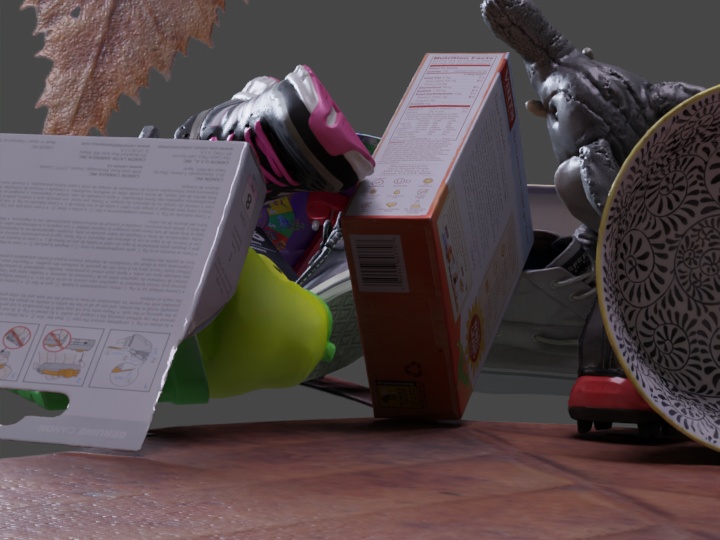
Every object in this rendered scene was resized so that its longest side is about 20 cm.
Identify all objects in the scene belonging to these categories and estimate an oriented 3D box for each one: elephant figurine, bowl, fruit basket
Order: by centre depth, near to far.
[{"bbox_3d":[0.206,0.002,1.473,0.200,0.202,0.094,2,-4,-13],"label":"bowl"},{"bbox_3d":[-0.118,0.012,1.625,0.215,0.156,0.216,-14,9,2],"label":"fruit basket"},{"bbox_3d":[0.167,-0.072,1.726,0.155,0.142,0.200,-3,-32,24],"label":"elephant figurine"}]

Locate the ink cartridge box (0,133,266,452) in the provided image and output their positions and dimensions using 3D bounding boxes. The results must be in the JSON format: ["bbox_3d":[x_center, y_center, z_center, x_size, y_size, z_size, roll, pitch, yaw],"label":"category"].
[{"bbox_3d":[-0.152,0.017,1.452,0.162,0.201,0.057,3,-32,20],"label":"ink cartridge box"}]

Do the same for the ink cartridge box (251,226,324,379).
[{"bbox_3d":[-0.093,0.000,1.841,0.099,0.039,0.200,17,18,-32],"label":"ink cartridge box"}]

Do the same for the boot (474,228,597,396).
[{"bbox_3d":[0.143,0.025,1.718,0.199,0.096,0.074,-2,32,14],"label":"boot"}]

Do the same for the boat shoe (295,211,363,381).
[{"bbox_3d":[0.000,0.000,1.749,0.062,0.200,0.075,42,-15,36],"label":"boat shoe"}]

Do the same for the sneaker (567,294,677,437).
[{"bbox_3d":[0.183,0.042,1.585,0.071,0.098,0.200,2,1,31],"label":"sneaker"}]

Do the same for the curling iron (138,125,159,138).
[{"bbox_3d":[-0.179,-0.026,2.047,0.049,0.200,0.026,13,-37,-1],"label":"curling iron"}]

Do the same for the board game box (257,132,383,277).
[{"bbox_3d":[-0.014,-0.008,1.921,0.157,0.200,0.039,-9,40,20],"label":"board game box"}]

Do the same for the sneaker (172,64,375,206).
[{"bbox_3d":[-0.056,-0.063,1.542,0.087,0.074,0.200,-36,13,-12],"label":"sneaker"}]

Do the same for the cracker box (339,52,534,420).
[{"bbox_3d":[0.048,-0.023,1.604,0.057,0.134,0.200,1,31,18],"label":"cracker box"}]

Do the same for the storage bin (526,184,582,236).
[{"bbox_3d":[0.113,-0.003,2.083,0.198,0.094,0.200,1,-8,-9],"label":"storage bin"}]
